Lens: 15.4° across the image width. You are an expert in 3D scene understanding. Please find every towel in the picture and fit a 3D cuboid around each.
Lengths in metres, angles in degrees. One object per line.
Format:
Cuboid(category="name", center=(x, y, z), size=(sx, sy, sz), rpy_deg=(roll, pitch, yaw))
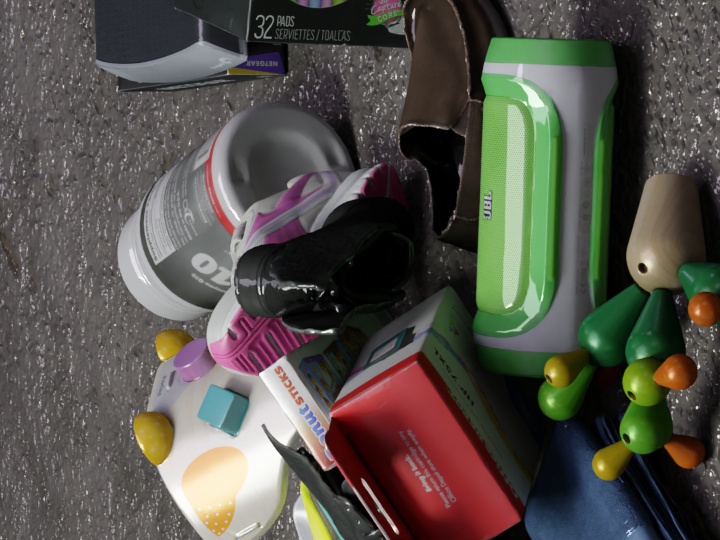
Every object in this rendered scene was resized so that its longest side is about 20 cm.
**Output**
Cuboid(category="towel", center=(0.164, 0.184, 1.556), size=(0.200, 0.048, 0.112), rpy_deg=(59, 144, 39))

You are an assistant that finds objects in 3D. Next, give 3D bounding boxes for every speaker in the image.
Cuboid(category="speaker", center=(0.111, -0.039, 1.608), size=(0.088, 0.088, 0.201), rpy_deg=(10, 100, 60))

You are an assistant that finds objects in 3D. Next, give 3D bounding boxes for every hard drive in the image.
Cuboid(category="hard drive", center=(-0.146, -0.209, 1.990), size=(0.200, 0.042, 0.136), rpy_deg=(-1, 92, 60))

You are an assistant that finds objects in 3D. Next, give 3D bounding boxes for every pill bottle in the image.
Cuboid(category="pill bottle", center=(-0.094, -0.036, 1.940), size=(0.200, 0.113, 0.115), rpy_deg=(-34, 62, 56))

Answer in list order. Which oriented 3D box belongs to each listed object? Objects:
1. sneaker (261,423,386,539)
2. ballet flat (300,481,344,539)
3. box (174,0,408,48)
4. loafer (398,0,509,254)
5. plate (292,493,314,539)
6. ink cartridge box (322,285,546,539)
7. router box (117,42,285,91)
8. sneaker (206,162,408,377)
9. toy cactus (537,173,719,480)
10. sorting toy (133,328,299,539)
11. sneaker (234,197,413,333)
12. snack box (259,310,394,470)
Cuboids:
Cuboid(category="sneaker", center=(0.021, 0.158, 1.669), size=(0.200, 0.060, 0.104), rpy_deg=(32, 155, 49))
Cuboid(category="ballet flat", center=(0.012, 0.207, 1.763), size=(0.067, 0.066, 0.200), rpy_deg=(89, 161, -46))
Cuboid(category="box", center=(-0.028, -0.259, 1.780), size=(0.124, 0.148, 0.201), rpy_deg=(29, 115, 58))
Cuboid(category="loafer", center=(0.060, -0.102, 1.709), size=(0.073, 0.071, 0.201), rpy_deg=(-46, 52, 51))
Cuboid(category="plate", center=(0.029, 0.192, 1.812), size=(0.200, 0.032, 0.200), rpy_deg=(-58, 44, 44))
Cuboid(category="ink cartridge box", center=(0.046, 0.098, 1.594), size=(0.067, 0.200, 0.116), rpy_deg=(-32, 99, 16))
Cuboid(category="router box", center=(-0.127, -0.221, 2.051), size=(0.200, 0.052, 0.158), rpy_deg=(1, 92, 60))
Cuboid(category="sneaker", center=(-0.049, 0.001, 1.781), size=(0.088, 0.200, 0.082), rpy_deg=(4, 125, 35))
Cuboid(category="toy cactus", center=(0.179, 0.027, 1.509), size=(0.200, 0.102, 0.166), rpy_deg=(-36, 41, 58))
Cuboid(category="sorting toy", center=(-0.055, 0.064, 1.851), size=(0.180, 0.107, 0.200), rpy_deg=(-37, 24, 26))
Cuboid(category="sneaker", center=(0.000, -0.003, 1.671), size=(0.104, 0.199, 0.060), rpy_deg=(-2, 103, 39))
Cuboid(category="snack box", center=(-0.003, 0.070, 1.669), size=(0.024, 0.200, 0.072), rpy_deg=(-35, 87, 19))
